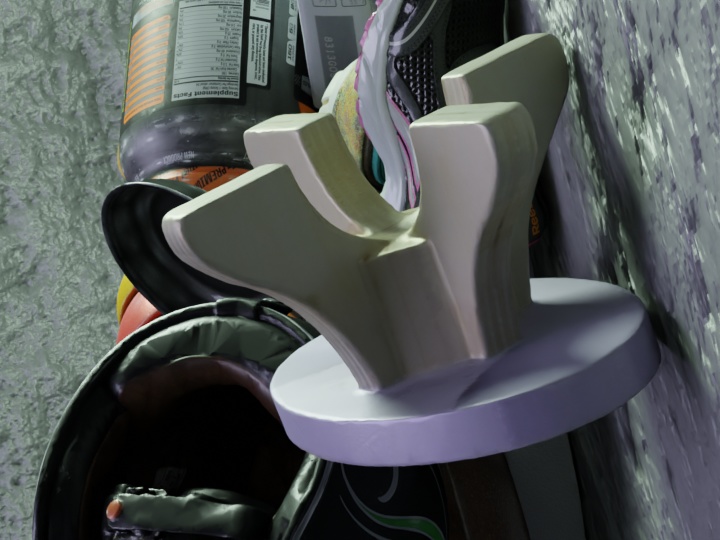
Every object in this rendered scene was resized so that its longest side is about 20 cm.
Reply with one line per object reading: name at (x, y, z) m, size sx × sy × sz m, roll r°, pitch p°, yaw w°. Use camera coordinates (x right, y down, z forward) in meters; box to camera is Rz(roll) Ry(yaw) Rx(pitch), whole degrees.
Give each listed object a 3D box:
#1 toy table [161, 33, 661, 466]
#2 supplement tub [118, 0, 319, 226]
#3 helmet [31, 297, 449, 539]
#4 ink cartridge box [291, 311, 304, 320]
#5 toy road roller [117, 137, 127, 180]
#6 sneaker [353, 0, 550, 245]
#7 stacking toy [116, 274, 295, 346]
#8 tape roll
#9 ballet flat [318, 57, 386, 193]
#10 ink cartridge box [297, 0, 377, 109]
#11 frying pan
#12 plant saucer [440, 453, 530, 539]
toy table at (0.019, -0.005, 0.736) m, size 0.199 × 0.183 × 0.118 m, roll -5°, pitch 111°, yaw 49°
supplement tub at (-0.074, -0.112, 1.091) m, size 0.123 × 0.121 × 0.202 m, roll 87°, pitch -175°, yaw -67°
helmet at (-0.048, 0.128, 0.913) m, size 0.191 × 0.199 × 0.201 m, roll 60°, pitch -169°, yaw -52°
ink cartridge box at (-0.002, 0.100, 1.276) m, size 0.146 × 0.085 × 0.202 m, roll 28°, pitch -137°, yaw -70°
toy road roller at (-0.045, -0.099, 1.218) m, size 0.123 × 0.199 × 0.147 m, roll 4°, pitch -81°, yaw -60°
sneaker at (0.053, -0.048, 0.878) m, size 0.086 × 0.080 × 0.201 m, roll 30°, pitch 134°, yaw 37°
stacking toy at (-0.107, 0.026, 1.199) m, size 0.147 × 0.145 × 0.201 m, roll 82°, pitch 166°, yaw -50°
tape roll at (0.080, 0.085, 1.055) m, size 0.203 × 0.037 × 0.205 m, roll 167°, pitch 90°, yaw -86°
ballet flat at (0.014, -0.073, 0.982) m, size 0.200 × 0.070 × 0.071 m, roll 50°, pitch -156°, yaw -68°
ink cartridge box at (0.006, -0.209, 1.061) m, size 0.201 × 0.047 × 0.161 m, roll -69°, pitch -24°, yaw -49°
frying pan at (-0.055, 0.013, 0.995) m, size 0.031 × 0.189 × 0.115 m, roll -51°, pitch -16°, yaw -33°
plant saucer at (0.063, 0.147, 0.991) m, size 0.200 × 0.036 × 0.202 m, roll 166°, pitch 90°, yaw -86°
